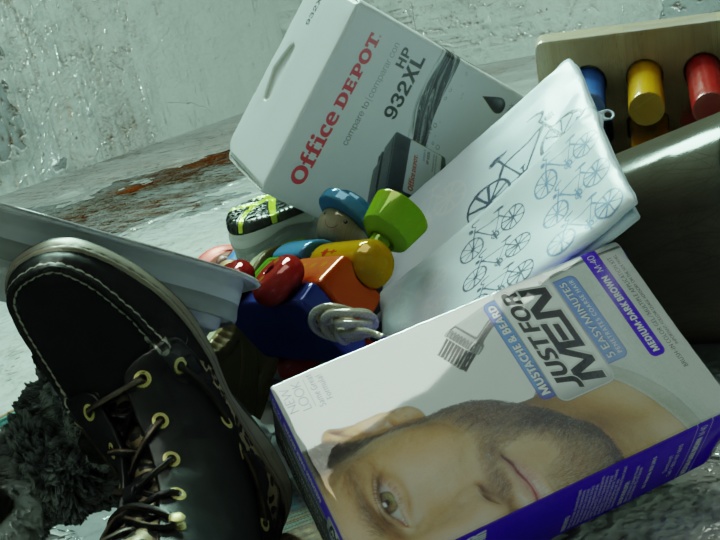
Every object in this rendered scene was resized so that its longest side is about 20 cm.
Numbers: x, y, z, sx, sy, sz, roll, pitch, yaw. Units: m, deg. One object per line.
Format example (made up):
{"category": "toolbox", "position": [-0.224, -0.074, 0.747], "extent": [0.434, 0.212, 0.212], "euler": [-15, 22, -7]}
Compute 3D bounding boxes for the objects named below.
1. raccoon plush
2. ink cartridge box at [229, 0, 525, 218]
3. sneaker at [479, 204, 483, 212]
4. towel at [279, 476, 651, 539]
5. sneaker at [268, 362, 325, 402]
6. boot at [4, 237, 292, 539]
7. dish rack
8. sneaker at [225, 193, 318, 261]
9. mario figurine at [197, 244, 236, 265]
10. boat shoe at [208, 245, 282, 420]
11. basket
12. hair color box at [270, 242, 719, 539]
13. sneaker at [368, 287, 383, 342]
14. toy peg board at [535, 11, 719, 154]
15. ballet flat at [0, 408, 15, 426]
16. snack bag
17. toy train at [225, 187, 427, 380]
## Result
{"category": "raccoon plush", "position": [-0.150, 0.130, 0.679], "extent": [0.134, 0.199, 0.097], "euler": [-49, 39, 12]}
{"category": "ink cartridge box", "position": [0.027, -0.096, 0.850], "extent": [0.198, 0.146, 0.084], "euler": [23, 12, -31]}
{"category": "sneaker", "position": [0.093, 0.042, 0.713], "extent": [0.078, 0.080, 0.201], "euler": [19, 35, -15]}
{"category": "towel", "position": [0.043, 0.122, 0.646], "extent": [0.198, 0.022, 0.147], "euler": [-18, 14, -11]}
{"category": "sneaker", "position": [-0.094, 0.054, 0.906], "extent": [0.198, 0.089, 0.074], "euler": [-5, 16, 33]}
{"category": "boot", "position": [-0.100, 0.092, 0.534], "extent": [0.073, 0.201, 0.151], "euler": [-27, 24, 12]}
{"category": "dish rack", "position": [-0.168, 0.005, 0.638], "extent": [0.198, 0.044, 0.171], "euler": [16, -13, -22]}
{"category": "sneaker", "position": [-0.024, -0.036, 0.950], "extent": [0.199, 0.077, 0.075], "euler": [-22, 23, -35]}
{"category": "mario figurine", "position": [-0.088, 0.014, 1.050], "extent": [0.122, 0.107, 0.200], "euler": [-21, -2, -13]}
{"category": "boat shoe", "position": [-0.100, 0.072, 0.795], "extent": [0.066, 0.072, 0.202], "euler": [-19, 36, 56]}
{"category": "basket", "position": [0.192, -0.015, 0.787], "extent": [0.198, 0.180, 0.137], "euler": [-11, 51, 41]}
{"category": "hair color box", "position": [0.067, 0.076, 0.574], "extent": [0.198, 0.065, 0.110], "euler": [-23, 58, -13]}
{"category": "sneaker", "position": [0.048, 0.046, 0.848], "extent": [0.108, 0.070, 0.199], "euler": [40, 11, 27]}
{"category": "toy peg board", "position": [0.237, -0.075, 0.870], "extent": [0.196, 0.202, 0.098], "euler": [-4, 31, 14]}
{"category": "ballet flat", "position": [-0.180, 0.117, 0.835], "extent": [0.198, 0.069, 0.063], "euler": [-15, -15, -13]}
{"category": "snack bag", "position": [0.077, -0.034, 0.706], "extent": [0.188, 0.021, 0.201], "euler": [-41, 26, 25]}
{"category": "toy train", "position": [0.000, 0.000, 0.683], "extent": [0.116, 0.085, 0.199], "euler": [-50, 20, -21]}
